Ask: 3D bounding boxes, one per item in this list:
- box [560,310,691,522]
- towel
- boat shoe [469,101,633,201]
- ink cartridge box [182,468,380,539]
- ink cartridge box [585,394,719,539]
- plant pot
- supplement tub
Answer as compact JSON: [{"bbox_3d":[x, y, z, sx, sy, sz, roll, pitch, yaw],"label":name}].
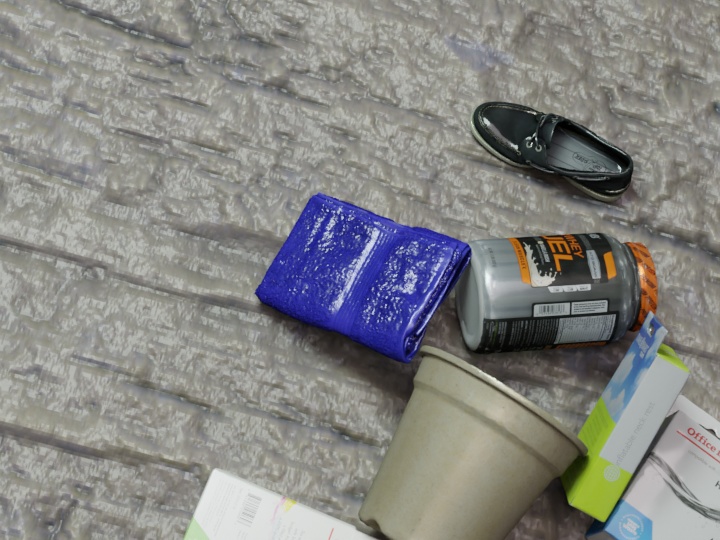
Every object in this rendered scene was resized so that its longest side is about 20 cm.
[{"bbox_3d":[0.274,0.148,1.541,0.047,0.122,0.201,28,98,-2],"label":"box"},{"bbox_3d":[0.000,0.000,1.572,0.199,0.050,0.148,20,66,29],"label":"towel"},{"bbox_3d":[0.220,-0.144,1.691,0.198,0.066,0.075,30,71,1],"label":"boat shoe"},{"bbox_3d":[-0.080,0.293,1.503,0.199,0.067,0.118,23,70,-1],"label":"ink cartridge box"},{"bbox_3d":[0.344,0.233,1.594,0.115,0.067,0.201,35,71,3],"label":"ink cartridge box"},{"bbox_3d":[0.098,0.207,1.511,0.200,0.200,0.184,33,82,2],"label":"plant pot"},{"bbox_3d":[0.210,0.023,1.608,0.198,0.123,0.124,-4,73,-11],"label":"supplement tub"}]
